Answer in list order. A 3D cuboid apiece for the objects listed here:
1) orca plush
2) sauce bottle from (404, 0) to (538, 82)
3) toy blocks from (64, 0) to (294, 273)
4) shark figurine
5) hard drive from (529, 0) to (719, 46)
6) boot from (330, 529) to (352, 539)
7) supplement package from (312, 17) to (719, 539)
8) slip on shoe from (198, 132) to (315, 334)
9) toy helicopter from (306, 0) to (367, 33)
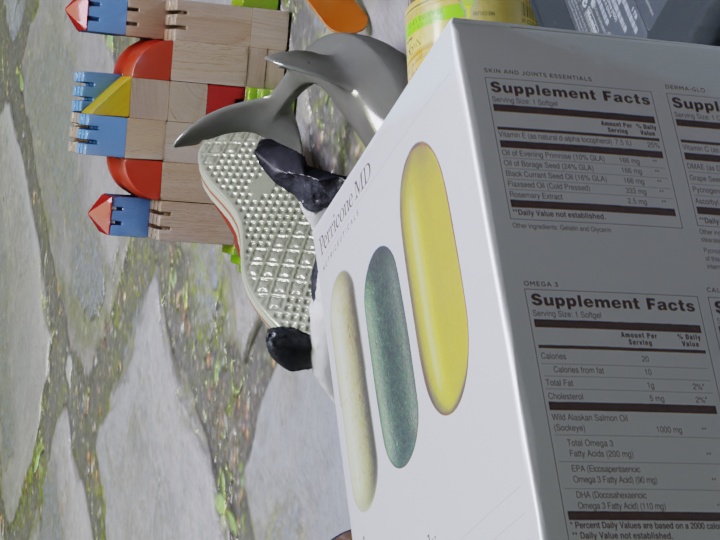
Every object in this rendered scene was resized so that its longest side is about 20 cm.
[{"bbox_3d":[0.000,0.000,0.983,0.200,0.105,0.071,55,-149,-41],"label":"orca plush"},{"bbox_3d":[0.055,-0.044,0.919,0.065,0.064,0.202,143,127,-63],"label":"sauce bottle"},{"bbox_3d":[-0.123,-0.095,1.285,0.100,0.136,0.202,-164,78,-68],"label":"toy blocks"},{"bbox_3d":[-0.022,-0.097,1.067,0.214,0.089,0.129,21,103,56],"label":"shark figurine"},{"bbox_3d":[0.128,-0.142,0.787,0.201,0.033,0.140,115,150,-44],"label":"hard drive"},{"bbox_3d":[-0.001,0.235,1.006,0.097,0.074,0.202,-175,90,-72],"label":"boot"},{"bbox_3d":[0.085,0.042,0.708,0.152,0.150,0.201,126,142,-55],"label":"supplement package"},{"bbox_3d":[-0.040,-0.012,1.174,0.200,0.074,0.061,57,173,48],"label":"slip on shoe"},{"bbox_3d":[-0.022,-0.221,1.167,0.200,0.078,0.133,-104,16,-62],"label":"toy helicopter"}]
